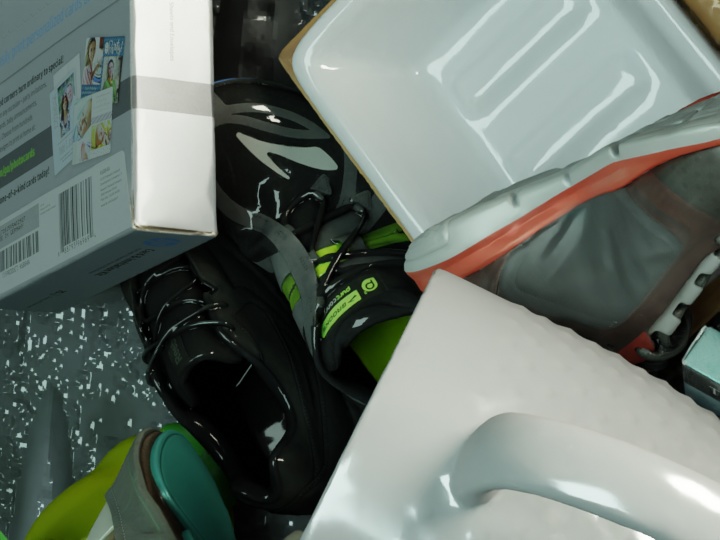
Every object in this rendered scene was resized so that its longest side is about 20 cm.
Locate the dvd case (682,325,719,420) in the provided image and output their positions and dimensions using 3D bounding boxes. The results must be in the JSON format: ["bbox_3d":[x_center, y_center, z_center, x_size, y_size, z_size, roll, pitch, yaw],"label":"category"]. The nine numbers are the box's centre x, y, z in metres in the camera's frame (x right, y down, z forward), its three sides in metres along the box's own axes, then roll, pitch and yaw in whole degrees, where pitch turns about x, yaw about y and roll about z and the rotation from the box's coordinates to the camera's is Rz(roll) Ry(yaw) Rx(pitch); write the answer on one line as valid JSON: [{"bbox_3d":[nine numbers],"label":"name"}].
[{"bbox_3d":[0.182,0.106,0.968,0.146,0.200,0.022,30,68,23],"label":"dvd case"}]

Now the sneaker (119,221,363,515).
[{"bbox_3d":[-0.061,0.017,1.138,0.076,0.091,0.200,-44,70,22],"label":"sneaker"}]

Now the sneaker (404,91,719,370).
[{"bbox_3d":[0.109,-0.010,0.972,0.200,0.077,0.082,-23,92,41],"label":"sneaker"}]

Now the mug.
[{"bbox_3d":[0.074,0.095,0.886,0.175,0.200,0.148,26,70,1],"label":"mug"}]

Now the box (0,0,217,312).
[{"bbox_3d":[-0.112,-0.095,1.127,0.156,0.041,0.201,-23,66,57],"label":"box"}]

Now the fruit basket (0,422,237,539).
[{"bbox_3d":[-0.105,0.168,1.135,0.156,0.215,0.216,48,111,18],"label":"fruit basket"}]

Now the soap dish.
[{"bbox_3d":[0.083,-0.060,1.066,0.157,0.081,0.200,-43,72,21],"label":"soap dish"}]

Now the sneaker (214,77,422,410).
[{"bbox_3d":[0.000,0.001,1.093,0.071,0.083,0.200,-39,86,5],"label":"sneaker"}]

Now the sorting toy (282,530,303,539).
[{"bbox_3d":[0.050,0.202,1.048,0.200,0.070,0.199,38,146,22],"label":"sorting toy"}]

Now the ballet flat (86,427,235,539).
[{"bbox_3d":[-0.079,0.115,1.021,0.064,0.200,0.067,-32,109,1],"label":"ballet flat"}]
